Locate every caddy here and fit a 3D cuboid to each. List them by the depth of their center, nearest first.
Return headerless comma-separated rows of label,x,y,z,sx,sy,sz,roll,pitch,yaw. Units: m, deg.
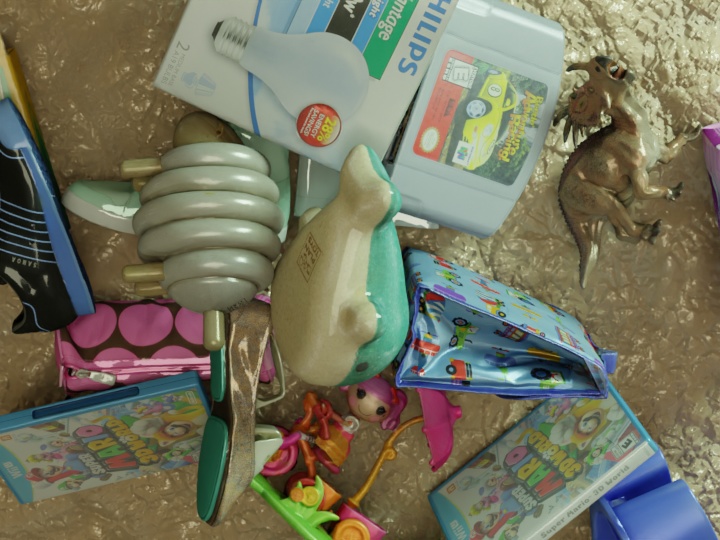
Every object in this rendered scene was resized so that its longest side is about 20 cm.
caddy,0.262,0.254,1.574,0.104,0.142,0.201,-29,121,0

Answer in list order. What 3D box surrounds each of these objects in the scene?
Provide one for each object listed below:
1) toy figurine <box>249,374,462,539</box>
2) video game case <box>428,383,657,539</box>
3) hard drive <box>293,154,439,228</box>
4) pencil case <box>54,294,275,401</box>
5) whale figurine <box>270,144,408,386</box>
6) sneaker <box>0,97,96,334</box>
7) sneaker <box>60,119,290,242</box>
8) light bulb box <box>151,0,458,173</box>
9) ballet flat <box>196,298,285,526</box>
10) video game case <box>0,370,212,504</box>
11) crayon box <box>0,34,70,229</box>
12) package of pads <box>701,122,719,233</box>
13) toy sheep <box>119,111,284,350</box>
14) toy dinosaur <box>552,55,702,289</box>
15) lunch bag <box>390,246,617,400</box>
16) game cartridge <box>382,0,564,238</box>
toy figurine,-0.003,0.154,1.565,0.200,0.150,0.184,41,86,-1
video game case,0.158,0.181,1.554,0.200,0.143,0.018,-40,118,6
hard drive,0.015,-0.142,1.538,0.131,0.026,0.202,5,103,-4
pencil case,-0.170,0.069,1.543,0.198,0.094,0.092,-6,104,-2
whale figurine,0.000,0.000,1.411,0.103,0.159,0.201,4,123,-27
sneaker,-0.290,-0.041,1.471,0.077,0.070,0.202,-19,104,-5
sneaker,-0.157,-0.092,1.515,0.198,0.074,0.119,5,107,-11
light bulb box,-0.038,-0.209,1.430,0.199,0.125,0.199,23,111,-7
ballet flat,-0.097,0.120,1.483,0.067,0.068,0.202,2,101,-22
video game case,-0.226,0.150,1.550,0.198,0.018,0.143,-13,148,0
crayon box,-0.341,-0.109,1.513,0.125,0.052,0.202,-15,104,0
package of pads,0.355,-0.031,1.532,0.075,0.121,0.202,-12,104,6
toy sheep,-0.127,-0.033,1.428,0.136,0.138,0.202,-3,80,-2
toy dinosaur,0.212,-0.092,1.535,0.135,0.086,0.201,25,113,-1
lunch bag,0.129,0.056,1.525,0.198,0.151,0.095,12,103,-5
game cartridge,0.100,-0.135,1.521,0.132,0.041,0.202,15,99,-27
